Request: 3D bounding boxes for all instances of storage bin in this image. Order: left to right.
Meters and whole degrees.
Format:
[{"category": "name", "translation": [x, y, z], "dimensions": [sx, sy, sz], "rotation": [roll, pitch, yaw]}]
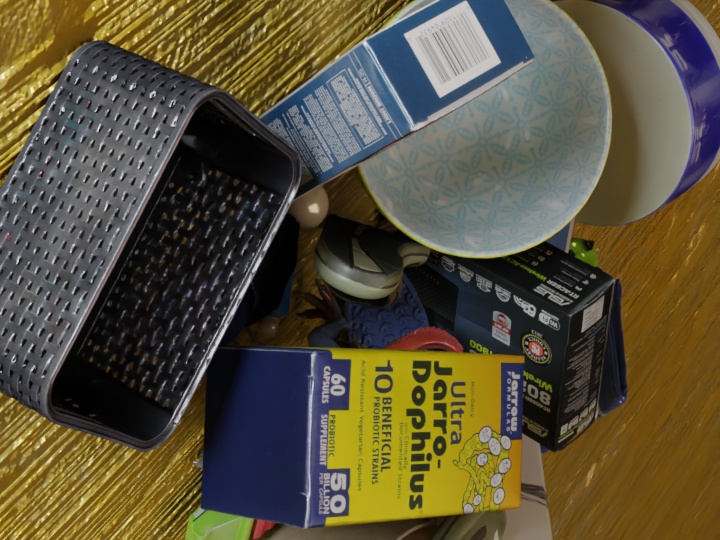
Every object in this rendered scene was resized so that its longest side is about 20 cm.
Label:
[{"category": "storage bin", "translation": [-0.135, -0.012, 0.829], "dimensions": [0.200, 0.094, 0.135], "rotation": [-64, 153, -5]}]

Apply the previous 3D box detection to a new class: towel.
[{"category": "towel", "translation": [0.181, 0.106, 1.372], "dimensions": [0.200, 0.024, 0.145], "rotation": [-43, -145, 43]}]

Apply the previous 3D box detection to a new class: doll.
[{"category": "doll", "translation": [-0.085, 0.002, 0.975], "dimensions": [0.200, 0.048, 0.137], "rotation": [-46, 142, -33]}]

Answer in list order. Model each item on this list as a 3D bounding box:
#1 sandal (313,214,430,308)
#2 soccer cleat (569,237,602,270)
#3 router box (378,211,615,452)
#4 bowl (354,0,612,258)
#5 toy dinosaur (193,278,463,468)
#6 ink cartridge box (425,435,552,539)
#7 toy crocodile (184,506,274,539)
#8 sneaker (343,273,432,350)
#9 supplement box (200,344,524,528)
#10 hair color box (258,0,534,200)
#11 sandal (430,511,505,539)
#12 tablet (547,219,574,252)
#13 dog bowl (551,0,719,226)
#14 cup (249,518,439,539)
[{"category": "sandal", "translation": [-0.001, 0.000, 1.054], "dimensions": [0.201, 0.080, 0.057], "rotation": [-37, 145, -76]}, {"category": "soccer cleat", "translation": [0.141, 0.009, 1.368], "dimensions": [0.200, 0.081, 0.068], "rotation": [-11, 88, -38]}, {"category": "router box", "translation": [0.104, 0.035, 1.173], "dimensions": [0.062, 0.200, 0.150], "rotation": [-35, 140, -33]}, {"category": "bowl", "translation": [0.075, -0.111, 1.082], "dimensions": [0.200, 0.200, 0.108], "rotation": [-64, -164, -3]}, {"category": "toy dinosaur", "translation": [-0.033, 0.082, 1.039], "dimensions": [0.182, 0.199, 0.105], "rotation": [-81, 160, -59]}, {"category": "ink cartridge box", "translation": [0.099, 0.216, 1.280], "dimensions": [0.146, 0.084, 0.200], "rotation": [120, -26, -50]}, {"category": "toy crocodile", "translation": [-0.061, 0.161, 1.120], "dimensions": [0.200, 0.062, 0.068], "rotation": [-34, 152, -45]}, {"category": "sneaker", "translation": [0.030, 0.086, 1.190], "dimensions": [0.070, 0.078, 0.200], "rotation": [-18, 96, -9]}, {"category": "supplement box", "translation": [0.005, 0.106, 0.966], "dimensions": [0.200, 0.109, 0.109], "rotation": [4, 87, -44]}, {"category": "hair color box", "translation": [0.010, -0.106, 0.896], "dimensions": [0.100, 0.200, 0.061], "rotation": [-32, 95, -27]}, {"category": "sandal", "translation": [0.060, 0.250, 1.095], "dimensions": [0.201, 0.057, 0.080], "rotation": [-46, 146, -32]}, {"category": "tablet", "translation": [0.122, -0.085, 1.208], "dimensions": [0.014, 0.130, 0.200], "rotation": [-87, -177, -57]}, {"category": "dog bowl", "translation": [0.207, -0.142, 1.215], "dimensions": [0.079, 0.200, 0.200], "rotation": [-32, 138, -44]}, {"category": "cup", "translation": [-0.042, 0.263, 1.160], "dimensions": [0.200, 0.143, 0.201], "rotation": [-40, 143, -40]}]
